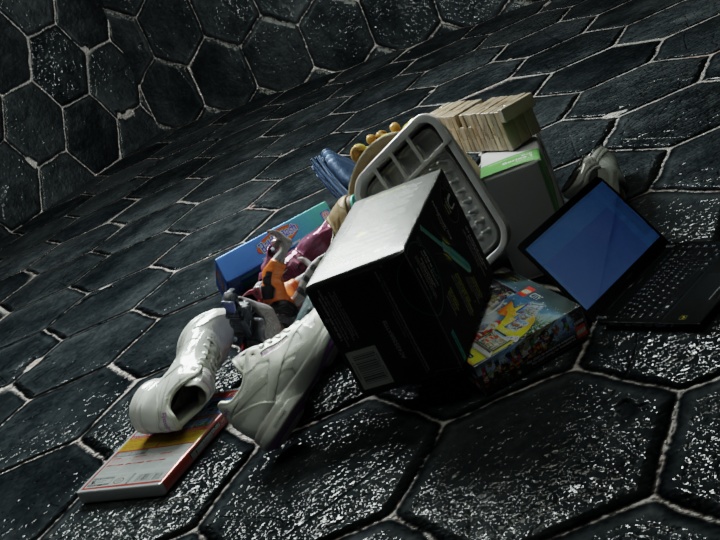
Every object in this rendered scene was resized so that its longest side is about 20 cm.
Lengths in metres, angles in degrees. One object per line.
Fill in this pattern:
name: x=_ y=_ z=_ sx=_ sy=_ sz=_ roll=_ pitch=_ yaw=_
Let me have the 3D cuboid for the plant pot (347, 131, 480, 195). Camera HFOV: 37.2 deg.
plant pot: x=0.098 y=-0.088 z=1.433 sx=0.198 sy=0.204 sz=0.133 roll=-8 pitch=4 yaw=40

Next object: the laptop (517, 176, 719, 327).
laptop: x=0.308 y=-0.027 z=1.158 sx=0.198 sy=0.105 sz=0.177 roll=-2 pitch=29 yaw=49

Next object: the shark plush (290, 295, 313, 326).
shark plush: x=-0.046 y=0.014 z=1.301 sx=0.199 sy=0.091 sz=0.084 roll=-41 pitch=-21 yaw=-9

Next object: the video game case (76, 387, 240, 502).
video game case: x=-0.241 y=0.214 z=1.322 sx=0.141 sy=0.018 sz=0.200 roll=-13 pitch=22 yaw=32

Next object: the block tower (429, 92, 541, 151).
block tower: x=0.158 y=-0.192 z=1.413 sx=0.054 sy=0.059 sz=0.199 roll=-32 pitch=16 yaw=-21

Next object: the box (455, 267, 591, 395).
box: x=0.152 y=0.063 z=1.208 sx=0.135 sy=0.038 sz=0.200 roll=-28 pitch=19 yaw=-10

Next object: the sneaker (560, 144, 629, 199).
sneaker: x=0.327 y=-0.117 z=1.455 sx=0.075 sy=0.079 sz=0.200 roll=-59 pitch=-10 yaw=22

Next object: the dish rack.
dish rack: x=0.093 y=-0.073 z=1.325 sx=0.043 sy=0.202 sz=0.171 roll=-13 pitch=-23 yaw=-50

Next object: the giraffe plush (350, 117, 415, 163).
giraffe plush: x=0.075 y=-0.147 z=1.682 sx=0.171 sy=0.164 sz=0.199 roll=-31 pitch=20 yaw=-21

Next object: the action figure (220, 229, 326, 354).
action figure: x=-0.111 y=0.051 z=1.383 sx=0.103 sy=0.197 sz=0.200 roll=11 pitch=-15 yaw=10

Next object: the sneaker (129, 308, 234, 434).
sneaker: x=-0.204 y=0.131 z=1.359 sx=0.098 sy=0.075 sz=0.201 roll=-2 pitch=43 yaw=41

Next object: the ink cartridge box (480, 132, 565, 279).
ink cartridge box: x=0.217 y=-0.097 z=1.396 sx=0.083 sy=0.148 sz=0.201 roll=-19 pitch=19 yaw=15

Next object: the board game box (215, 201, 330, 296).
board game box: x=-0.137 y=-0.026 z=1.711 sx=0.198 sy=0.045 sz=0.152 roll=-28 pitch=-10 yaw=-14

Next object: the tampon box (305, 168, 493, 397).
tampon box: x=0.049 y=0.011 z=1.184 sx=0.125 sy=0.151 sz=0.201 roll=-19 pitch=22 yaw=26

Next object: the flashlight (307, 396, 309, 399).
flashlight: x=-0.063 y=0.111 z=1.320 sx=0.068 sy=0.068 sz=0.201 roll=-42 pitch=10 yaw=33

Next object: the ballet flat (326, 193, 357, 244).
ballet flat: x=0.000 y=0.000 z=1.388 sx=0.072 sy=0.203 sz=0.067 roll=-33 pitch=-22 yaw=33

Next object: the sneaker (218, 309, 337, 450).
sneaker: x=-0.084 y=0.094 z=1.195 sx=0.202 sy=0.099 sz=0.075 roll=-59 pitch=-10 yaw=-16

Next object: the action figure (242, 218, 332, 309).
action figure: x=-0.095 y=-0.009 z=1.568 sx=0.198 sy=0.136 sz=0.148 roll=-29 pitch=18 yaw=-24

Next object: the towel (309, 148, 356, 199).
towel: x=0.012 y=-0.095 z=1.582 sx=0.049 sy=0.200 sz=0.111 roll=-49 pitch=-29 yaw=15
